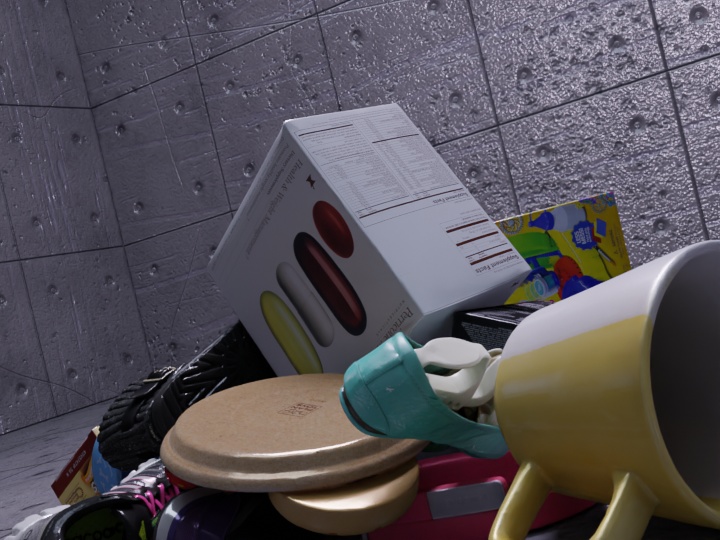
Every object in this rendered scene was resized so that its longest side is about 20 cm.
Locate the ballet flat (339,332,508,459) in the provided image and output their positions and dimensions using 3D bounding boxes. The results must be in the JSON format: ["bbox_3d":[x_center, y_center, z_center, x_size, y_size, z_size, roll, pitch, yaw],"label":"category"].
[{"bbox_3d":[0.067,0.080,0.659,0.070,0.068,0.199,-40,-31,22],"label":"ballet flat"}]

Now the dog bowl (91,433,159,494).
[{"bbox_3d":[-0.177,0.186,1.060,0.197,0.114,0.049,-14,13,-31],"label":"dog bowl"}]

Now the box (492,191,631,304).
[{"bbox_3d":[0.202,0.037,1.135,0.189,0.204,0.122,-15,0,1],"label":"box"}]

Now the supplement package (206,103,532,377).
[{"bbox_3d":[0.000,0.000,0.885,0.146,0.201,0.192,-18,-28,-43],"label":"supplement package"}]

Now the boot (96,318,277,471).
[{"bbox_3d":[-0.144,0.108,0.969,0.210,0.080,0.157,-30,0,-38],"label":"boot"}]

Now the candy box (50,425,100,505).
[{"bbox_3d":[-0.240,0.206,1.159,0.116,0.056,0.199,-48,-19,31],"label":"candy box"}]

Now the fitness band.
[{"bbox_3d":[0.074,0.155,0.710,0.197,0.038,0.143,-14,-3,26],"label":"fitness band"}]

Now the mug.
[{"bbox_3d":[0.143,0.074,0.579,0.184,0.152,0.152,-13,-2,-35],"label":"mug"}]

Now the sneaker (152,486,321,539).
[{"bbox_3d":[-0.051,0.177,0.734,0.086,0.077,0.199,2,13,32],"label":"sneaker"}]

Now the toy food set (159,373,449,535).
[{"bbox_3d":[-0.038,0.118,0.702,0.196,0.050,0.198,-1,12,21],"label":"toy food set"}]

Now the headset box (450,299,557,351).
[{"bbox_3d":[0.178,0.075,0.830,0.147,0.079,0.199,11,6,30],"label":"headset box"}]

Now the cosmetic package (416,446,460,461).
[{"bbox_3d":[0.042,0.155,0.942,0.148,0.053,0.199,-13,-1,-26],"label":"cosmetic package"}]

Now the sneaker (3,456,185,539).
[{"bbox_3d":[-0.180,0.203,0.814,0.197,0.075,0.087,-16,5,-35],"label":"sneaker"}]
